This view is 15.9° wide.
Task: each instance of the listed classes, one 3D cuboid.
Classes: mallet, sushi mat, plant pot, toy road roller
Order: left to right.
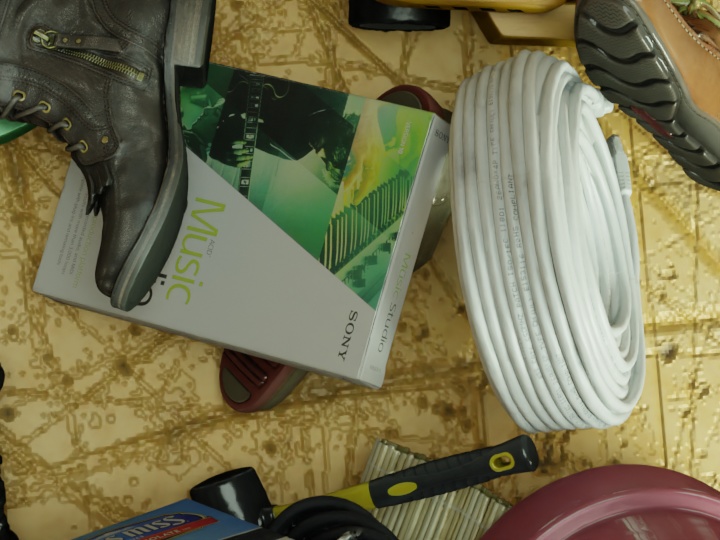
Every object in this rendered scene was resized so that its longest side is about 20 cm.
[{"bbox_3d":[0.004,0.129,1.355,0.200,0.041,0.066,-10,96,26],"label":"mallet"},{"bbox_3d":[0.012,0.197,1.371,0.096,0.012,0.200,24,96,32],"label":"sushi mat"},{"bbox_3d":[0.084,-0.185,1.369,0.200,0.146,0.123,2,91,-8],"label":"toy road roller"},{"bbox_3d":[0.155,0.213,1.278,0.200,0.179,0.200,-2,100,-13],"label":"plant pot"}]

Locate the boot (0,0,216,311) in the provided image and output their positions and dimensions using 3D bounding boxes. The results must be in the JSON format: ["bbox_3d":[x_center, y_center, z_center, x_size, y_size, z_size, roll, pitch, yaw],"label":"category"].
[{"bbox_3d":[-0.171,-0.084,1.324,0.174,0.069,0.200,9,72,0],"label":"boot"}]

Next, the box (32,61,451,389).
[{"bbox_3d":[-0.063,-0.031,1.355,0.200,0.036,0.144,14,85,22],"label":"box"}]

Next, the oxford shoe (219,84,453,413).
[{"bbox_3d":[0.000,0.000,1.392,0.075,0.070,0.200,28,102,-42],"label":"oxford shoe"}]

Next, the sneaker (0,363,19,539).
[{"bbox_3d":[-0.199,0.151,1.364,0.104,0.060,0.200,23,90,-5],"label":"sneaker"}]

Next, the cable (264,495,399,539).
[{"bbox_3d":[-0.015,0.220,1.319,0.051,0.163,0.200,-13,116,-46],"label":"cable"}]

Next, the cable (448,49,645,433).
[{"bbox_3d":[0.096,-0.015,1.339,0.069,0.200,0.200,-10,71,15],"label":"cable"}]

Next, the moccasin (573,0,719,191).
[{"bbox_3d":[0.176,-0.112,1.370,0.201,0.074,0.078,36,77,-46],"label":"moccasin"}]

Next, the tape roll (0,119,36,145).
[{"bbox_3d":[-0.228,-0.162,1.378,0.200,0.048,0.201,0,88,-8],"label":"tape roll"}]

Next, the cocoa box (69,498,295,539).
[{"bbox_3d":[-0.092,0.234,1.277,0.133,0.131,0.200,-17,108,-33],"label":"cocoa box"}]
